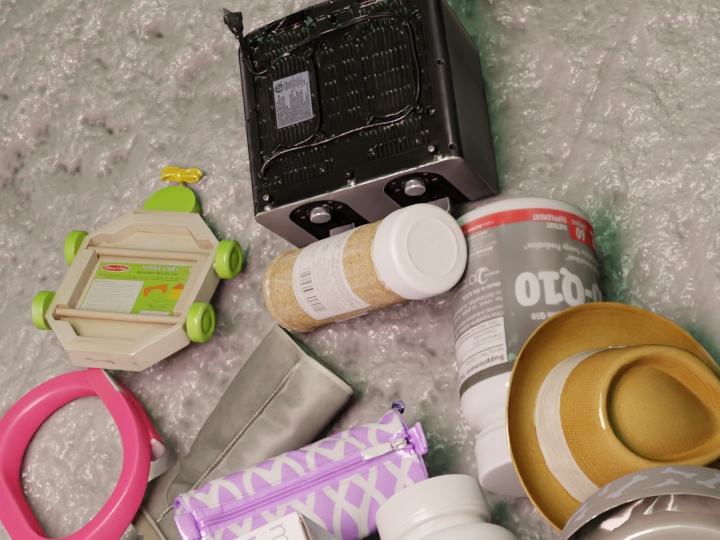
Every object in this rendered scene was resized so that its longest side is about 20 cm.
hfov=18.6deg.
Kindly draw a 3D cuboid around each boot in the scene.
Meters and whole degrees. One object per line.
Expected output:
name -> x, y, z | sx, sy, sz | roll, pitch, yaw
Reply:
boot -> -0.076, 0.163, 1.713 | 0.200, 0.073, 0.182 | -42, 60, -5

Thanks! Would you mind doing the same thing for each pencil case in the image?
pencil case -> -0.040, 0.170, 1.633 | 0.200, 0.086, 0.084 | -22, 76, -13

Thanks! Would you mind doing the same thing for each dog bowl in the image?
dog bowl -> 0.217, 0.219, 1.487 | 0.200, 0.200, 0.059 | -21, 23, 15

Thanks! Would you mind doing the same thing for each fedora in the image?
fedora -> 0.200, 0.106, 1.532 | 0.082, 0.200, 0.201 | -27, 50, 60

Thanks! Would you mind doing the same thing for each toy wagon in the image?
toy wagon -> -0.174, -0.003, 1.817 | 0.155, 0.040, 0.200 | 4, 49, 23

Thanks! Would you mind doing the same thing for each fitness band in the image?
fitness band -> -0.232, 0.156, 1.767 | 0.144, 0.037, 0.200 | -46, 39, 4

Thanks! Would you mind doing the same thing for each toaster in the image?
toaster -> 0.001, -0.128, 1.761 | 0.181, 0.119, 0.200 | -16, 64, 17

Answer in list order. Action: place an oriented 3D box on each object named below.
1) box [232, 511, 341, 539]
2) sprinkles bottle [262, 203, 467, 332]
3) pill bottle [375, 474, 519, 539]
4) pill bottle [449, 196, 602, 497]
box -> -0.018, 0.296, 1.560 | 0.097, 0.176, 0.200 | -27, 61, 12
sprinkles bottle -> 0.000, 0.000, 1.681 | 0.200, 0.068, 0.068 | -18, 56, 57
pill bottle -> 0.079, 0.251, 1.571 | 0.112, 0.112, 0.200 | -26, 61, 13
pill bottle -> 0.127, 0.058, 1.629 | 0.114, 0.114, 0.200 | -14, 64, 19
